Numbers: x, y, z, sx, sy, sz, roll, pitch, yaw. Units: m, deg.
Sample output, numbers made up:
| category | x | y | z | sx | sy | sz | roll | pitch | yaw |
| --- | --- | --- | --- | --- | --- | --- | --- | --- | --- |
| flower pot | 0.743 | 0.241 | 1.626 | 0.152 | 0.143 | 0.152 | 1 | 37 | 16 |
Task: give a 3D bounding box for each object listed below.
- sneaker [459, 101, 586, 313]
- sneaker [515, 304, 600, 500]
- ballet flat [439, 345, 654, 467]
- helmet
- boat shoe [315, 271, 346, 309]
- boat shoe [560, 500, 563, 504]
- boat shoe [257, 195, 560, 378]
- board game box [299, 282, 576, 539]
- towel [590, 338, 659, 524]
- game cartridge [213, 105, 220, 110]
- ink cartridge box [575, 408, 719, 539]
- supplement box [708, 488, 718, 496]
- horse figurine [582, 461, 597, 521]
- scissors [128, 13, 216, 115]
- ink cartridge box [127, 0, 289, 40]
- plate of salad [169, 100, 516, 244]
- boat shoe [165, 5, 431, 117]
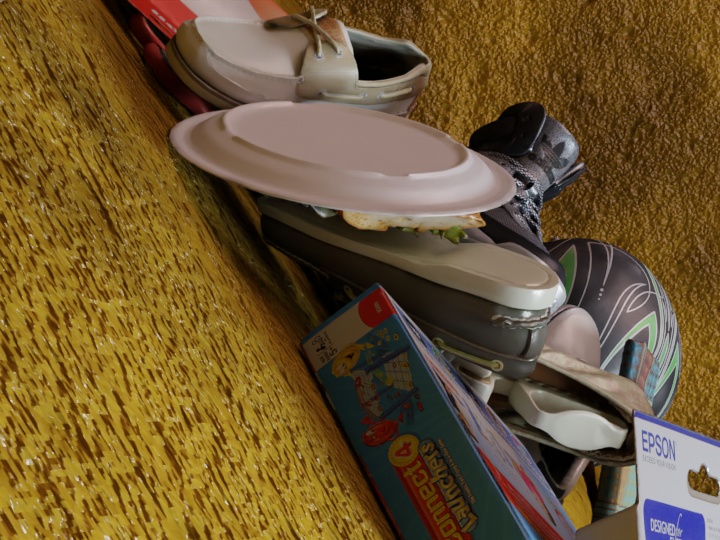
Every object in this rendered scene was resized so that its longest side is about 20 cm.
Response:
| category | x | y | z | sx | sy | sz | roll | pitch | yaw |
| --- | --- | --- | --- | --- | --- | --- | --- | --- | --- |
| sneaker | 0.097 | -0.044 | 1.124 | 0.076 | 0.114 | 0.200 | 51 | -5 | -27 |
| sneaker | 0.135 | 0.093 | 1.196 | 0.073 | 0.071 | 0.200 | 50 | 40 | -22 |
| ballet flat | 0.089 | 0.068 | 1.093 | 0.199 | 0.068 | 0.062 | 17 | 20 | -7 |
| helmet | 0.181 | 0.070 | 1.546 | 0.200 | 0.190 | 0.200 | 54 | 6 | -9 |
| boat shoe | 0.000 | 0.000 | 1.162 | 0.200 | 0.072 | 0.071 | 51 | 16 | 15 |
| boat shoe | 0.107 | 0.102 | 1.386 | 0.200 | 0.070 | 0.070 | 60 | 4 | 32 |
| boat shoe | 0.019 | 0.004 | 1.043 | 0.201 | 0.060 | 0.072 | 21 | 24 | 31 |
| board game box | 0.068 | 0.133 | 0.959 | 0.200 | 0.056 | 0.196 | 48 | 9 | -46 |
| towel | 0.179 | 0.152 | 1.242 | 0.022 | 0.201 | 0.147 | 10 | -5 | 14 |
| game cartridge | -0.027 | -0.038 | 1.281 | 0.200 | 0.040 | 0.133 | 55 | 9 | 8 |
| ink cartridge box | 0.164 | 0.184 | 0.918 | 0.198 | 0.047 | 0.201 | 23 | 59 | -58 |
| supplement box | 0.225 | 0.205 | 1.085 | 0.109 | 0.200 | 0.110 | 58 | 7 | 28 |
| horse figurine | 0.123 | 0.112 | 1.280 | 0.200 | 0.050 | 0.133 | 35 | 47 | -47 |
| scissors | -0.086 | -0.087 | 1.186 | 0.200 | 0.014 | 0.073 | 49 | 6 | -31 |
| ink cartridge box | -0.095 | -0.173 | 1.222 | 0.162 | 0.050 | 0.200 | 42 | 8 | -5 |
| plate of salad | -0.011 | -0.055 | 1.031 | 0.200 | 0.199 | 0.048 | -111 | -152 | -68 |
| boat shoe | -0.036 | -0.135 | 1.146 | 0.200 | 0.068 | 0.075 | 6 | 48 | -50 |
